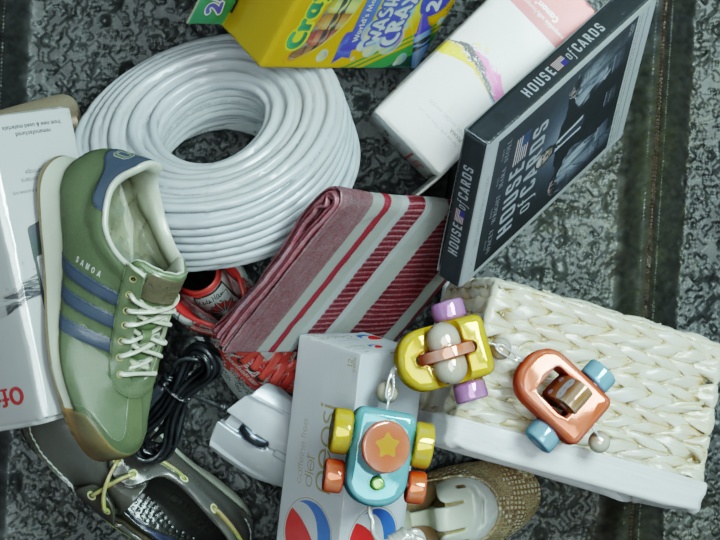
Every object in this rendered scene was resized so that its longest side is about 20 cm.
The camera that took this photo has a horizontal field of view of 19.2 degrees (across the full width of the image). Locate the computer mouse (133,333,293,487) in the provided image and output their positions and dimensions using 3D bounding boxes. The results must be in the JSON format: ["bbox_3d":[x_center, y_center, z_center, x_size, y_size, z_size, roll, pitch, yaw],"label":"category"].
[{"bbox_3d":[-0.064,0.116,1.505,0.199,0.044,0.110,21,119,-33],"label":"computer mouse"}]

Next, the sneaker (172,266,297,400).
[{"bbox_3d":[-0.080,0.051,1.517,0.067,0.108,0.202,-40,96,-1],"label":"sneaker"}]

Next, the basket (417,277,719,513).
[{"bbox_3d":[0.145,0.087,1.517,0.198,0.135,0.124,17,84,-14],"label":"basket"}]

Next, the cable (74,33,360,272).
[{"bbox_3d":[-0.101,-0.085,1.472,0.198,0.201,0.070,-5,136,10],"label":"cable"}]

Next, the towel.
[{"bbox_3d":[0.000,0.000,1.471,0.144,0.199,0.023,-50,63,23],"label":"towel"}]

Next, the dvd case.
[{"bbox_3d":[0.129,-0.095,1.471,0.025,0.151,0.200,34,55,20],"label":"dvd case"}]

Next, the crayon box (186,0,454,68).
[{"bbox_3d":[-0.009,-0.201,1.444,0.052,0.199,0.126,48,123,28],"label":"crayon box"}]

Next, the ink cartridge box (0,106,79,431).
[{"bbox_3d":[-0.251,0.004,1.434,0.145,0.084,0.202,-10,92,39],"label":"ink cartridge box"}]

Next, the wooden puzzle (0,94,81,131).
[{"bbox_3d":[-0.267,-0.008,1.532,0.184,0.046,0.202,-16,91,-4],"label":"wooden puzzle"}]

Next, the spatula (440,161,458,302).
[{"bbox_3d":[0.065,0.019,1.570,0.056,0.021,0.202,7,92,-11],"label":"spatula"}]

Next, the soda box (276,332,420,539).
[{"bbox_3d":[-0.010,0.147,1.472,0.063,0.068,0.202,-1,100,-42],"label":"soda box"}]

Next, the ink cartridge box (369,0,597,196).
[{"bbox_3d":[0.071,-0.128,1.513,0.067,0.116,0.200,45,89,-1],"label":"ink cartridge box"}]

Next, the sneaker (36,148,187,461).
[{"bbox_3d":[-0.151,0.019,1.364,0.089,0.067,0.202,-10,88,36],"label":"sneaker"}]

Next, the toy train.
[{"bbox_3d":[0.070,0.104,1.399,0.200,0.056,0.150,-42,90,-10],"label":"toy train"}]

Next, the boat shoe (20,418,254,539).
[{"bbox_3d":[-0.158,0.151,1.519,0.201,0.061,0.072,35,105,-18],"label":"boat shoe"}]

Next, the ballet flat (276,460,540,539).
[{"bbox_3d":[0.039,0.184,1.556,0.198,0.065,0.071,-12,93,-4],"label":"ballet flat"}]
